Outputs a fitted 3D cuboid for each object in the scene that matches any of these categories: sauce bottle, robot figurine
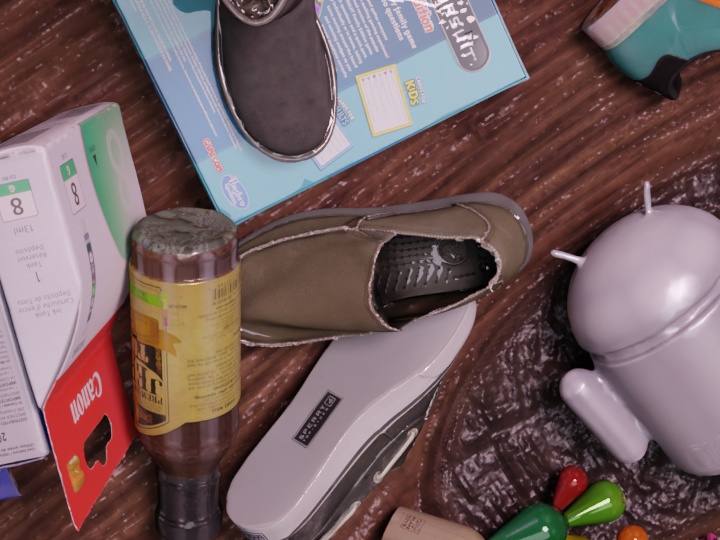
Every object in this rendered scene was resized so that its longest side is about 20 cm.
[{"bbox_3d":[-0.100,0.066,0.969,0.064,0.065,0.201,-3,114,-10],"label":"sauce bottle"},{"bbox_3d":[0.202,0.042,1.009,0.169,0.113,0.200,-40,104,1],"label":"robot figurine"}]

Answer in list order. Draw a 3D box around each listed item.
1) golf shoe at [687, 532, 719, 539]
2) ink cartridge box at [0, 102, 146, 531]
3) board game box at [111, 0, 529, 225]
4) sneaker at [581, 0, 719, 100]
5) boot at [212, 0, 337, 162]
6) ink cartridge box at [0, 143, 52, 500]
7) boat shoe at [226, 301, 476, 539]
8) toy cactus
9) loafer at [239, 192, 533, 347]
[{"bbox_3d":[0.182,0.259,1.067,0.200,0.075,0.092,-37,107,-1],"label":"golf shoe"},{"bbox_3d":[-0.145,0.018,0.917,0.050,0.161,0.201,-14,102,8],"label":"ink cartridge box"},{"bbox_3d":[-0.024,-0.137,0.971,0.199,0.047,0.152,-27,103,-5],"label":"board game box"},{"bbox_3d":[0.224,-0.177,0.963,0.080,0.071,0.200,43,127,-10],"label":"sneaker"},{"bbox_3d":[-0.045,-0.134,0.840,0.072,0.200,0.183,-16,101,-6],"label":"boot"},{"bbox_3d":[-0.237,0.039,0.894,0.136,0.076,0.201,-12,101,8],"label":"ink cartridge box"},{"bbox_3d":[0.001,0.089,1.012,0.200,0.071,0.064,-48,137,-8],"label":"boat shoe"},{"bbox_3d":[0.089,0.192,1.014,0.164,0.102,0.201,24,65,13],"label":"toy cactus"},{"bbox_3d":[0.000,0.000,0.971,0.199,0.070,0.076,-16,102,12],"label":"loafer"}]
